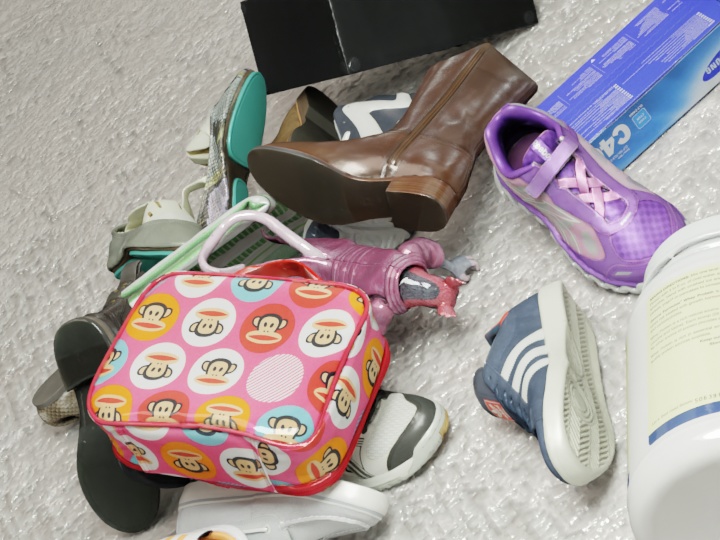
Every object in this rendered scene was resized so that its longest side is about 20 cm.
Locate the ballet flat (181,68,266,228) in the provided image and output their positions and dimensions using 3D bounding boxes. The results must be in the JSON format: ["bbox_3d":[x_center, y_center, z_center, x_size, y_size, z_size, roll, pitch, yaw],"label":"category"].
[{"bbox_3d":[-0.129,-0.090,1.809,0.072,0.072,0.202,-12,66,39],"label":"ballet flat"}]

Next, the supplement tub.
[{"bbox_3d":[0.230,0.076,1.187,0.144,0.145,0.201,-24,35,26],"label":"supplement tub"}]

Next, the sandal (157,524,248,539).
[{"bbox_3d":[-0.151,0.240,1.470,0.059,0.080,0.206,-13,-4,-44],"label":"sandal"}]

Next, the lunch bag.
[{"bbox_3d":[-0.084,0.067,1.444,0.198,0.082,0.177,6,54,26],"label":"lunch bag"}]

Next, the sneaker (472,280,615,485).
[{"bbox_3d":[0.120,0.090,1.368,0.084,0.075,0.201,-28,24,18],"label":"sneaker"}]

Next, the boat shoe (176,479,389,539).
[{"bbox_3d":[-0.063,0.190,1.458,0.199,0.072,0.069,-6,67,36],"label":"boat shoe"}]

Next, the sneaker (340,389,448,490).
[{"bbox_3d":[-0.027,0.112,1.488,0.199,0.088,0.076,-7,43,41],"label":"sneaker"}]

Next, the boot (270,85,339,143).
[{"bbox_3d":[-0.052,-0.093,1.795,0.075,0.073,0.200,-45,18,19],"label":"boot"}]

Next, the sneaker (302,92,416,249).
[{"bbox_3d":[0.004,-0.085,1.707,0.200,0.080,0.129,-51,31,-15],"label":"sneaker"}]

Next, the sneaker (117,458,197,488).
[{"bbox_3d":[-0.145,0.116,1.575,0.087,0.075,0.200,-2,17,33],"label":"sneaker"}]

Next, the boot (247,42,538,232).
[{"bbox_3d":[0.029,-0.119,1.606,0.185,0.065,0.201,16,48,19],"label":"boot"}]

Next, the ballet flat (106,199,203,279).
[{"bbox_3d":[-0.182,-0.032,1.763,0.200,0.067,0.064,164,109,-66],"label":"ballet flat"}]

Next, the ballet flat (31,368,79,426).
[{"bbox_3d":[-0.212,0.069,1.799,0.200,0.046,0.067,-44,22,-14],"label":"ballet flat"}]

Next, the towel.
[{"bbox_3d":[-0.111,-0.006,1.671,0.152,0.023,0.200,-38,-13,6],"label":"towel"}]

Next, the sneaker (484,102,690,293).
[{"bbox_3d":[0.158,-0.060,1.456,0.081,0.089,0.200,-46,52,-5],"label":"sneaker"}]

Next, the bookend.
[{"bbox_3d":[0.022,-0.236,1.817,0.197,0.093,0.200,-18,7,-25],"label":"bookend"}]

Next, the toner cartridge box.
[{"bbox_3d":[0.212,-0.140,1.575,0.200,0.043,0.095,-42,32,1],"label":"toner cartridge box"}]

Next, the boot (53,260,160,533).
[{"bbox_3d":[-0.185,0.102,1.665,0.069,0.202,0.174,-9,8,15],"label":"boot"}]

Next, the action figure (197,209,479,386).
[{"bbox_3d":[0.000,0.000,1.535,0.199,0.149,0.135,2,51,42],"label":"action figure"}]
